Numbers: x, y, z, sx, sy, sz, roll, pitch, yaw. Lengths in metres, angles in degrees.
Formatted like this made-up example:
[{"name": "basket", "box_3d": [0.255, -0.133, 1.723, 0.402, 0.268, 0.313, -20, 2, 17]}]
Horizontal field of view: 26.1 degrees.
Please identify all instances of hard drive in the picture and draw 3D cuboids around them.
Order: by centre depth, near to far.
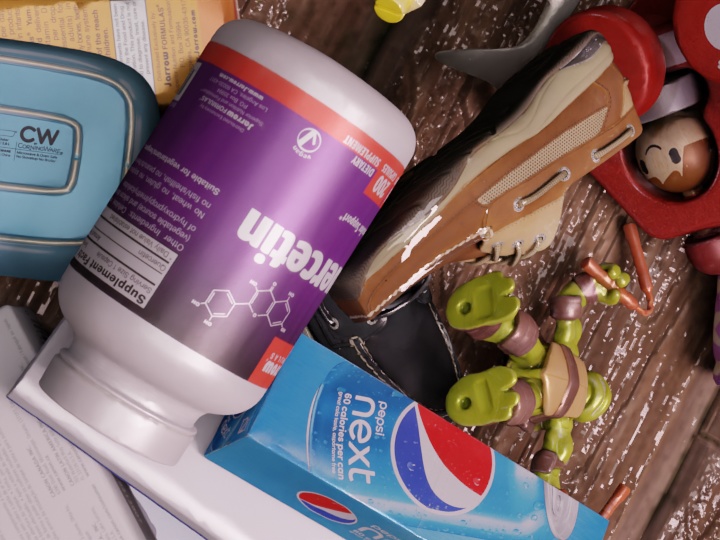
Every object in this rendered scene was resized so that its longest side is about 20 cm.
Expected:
[{"name": "hard drive", "box_3d": [-0.068, 0.072, 0.828, 0.200, 0.025, 0.132, 38, 63, -11]}]

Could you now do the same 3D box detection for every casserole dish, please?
[{"name": "casserole dish", "box_3d": [-0.190, -0.060, 0.775, 0.200, 0.039, 0.121, 8, 86, -11]}]

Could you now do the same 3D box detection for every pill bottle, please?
[{"name": "pill bottle", "box_3d": [-0.067, -0.011, 0.742, 0.112, 0.112, 0.200, 32, 89, -11]}]

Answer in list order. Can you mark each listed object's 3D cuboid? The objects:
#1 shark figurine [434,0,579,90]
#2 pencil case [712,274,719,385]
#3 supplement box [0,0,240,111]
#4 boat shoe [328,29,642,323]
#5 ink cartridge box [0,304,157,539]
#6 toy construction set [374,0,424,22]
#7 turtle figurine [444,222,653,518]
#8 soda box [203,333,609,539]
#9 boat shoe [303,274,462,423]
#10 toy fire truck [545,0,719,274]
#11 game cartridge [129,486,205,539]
[{"name": "shark figurine", "box_3d": [0.113, -0.198, 0.889, 0.128, 0.089, 0.215, -5, 85, 22]}, {"name": "pencil case", "box_3d": [0.256, -0.018, 0.917, 0.084, 0.085, 0.200, 2, 91, -22]}, {"name": "supplement box", "box_3d": [-0.166, -0.114, 0.834, 0.200, 0.067, 0.069, -8, 94, -12]}, {"name": "boat shoe", "box_3d": [0.072, -0.039, 0.789, 0.200, 0.076, 0.074, -42, 103, -16]}, {"name": "ink cartridge box", "box_3d": [-0.227, 0.135, 0.821, 0.200, 0.057, 0.163, -31, 78, 2]}, {"name": "toy construction set", "box_3d": [-0.039, -0.227, 0.815, 0.092, 0.131, 0.200, -47, 135, -46]}, {"name": "turtle figurine", "box_3d": [0.104, 0.052, 0.877, 0.161, 0.064, 0.200, 27, 74, -53]}, {"name": "soda box", "box_3d": [0.025, 0.113, 0.806, 0.200, 0.068, 0.064, 32, 64, -14]}, {"name": "boat shoe", "box_3d": [0.001, -0.001, 0.830, 0.074, 0.066, 0.199, -30, 90, -37]}, {"name": "toy fire truck", "box_3d": [0.204, -0.084, 0.857, 0.112, 0.200, 0.168, -25, 97, -48]}, {"name": "game cartridge", "box_3d": [-0.078, 0.060, 0.876, 0.133, 0.041, 0.200, 16, 89, -9]}]
